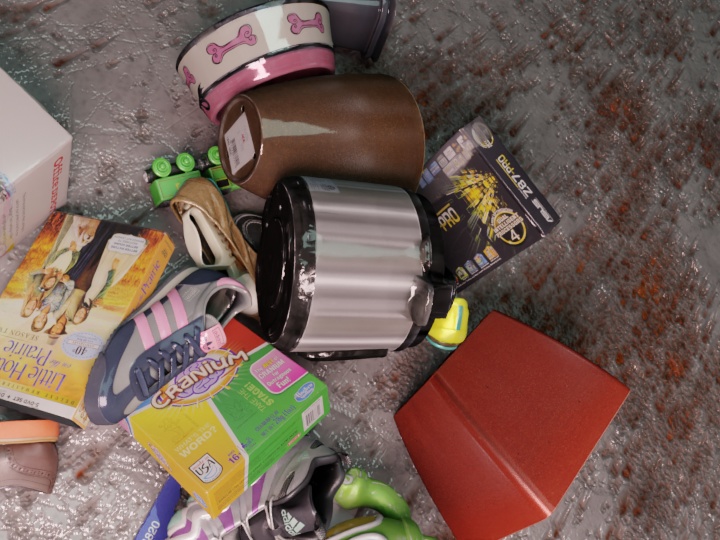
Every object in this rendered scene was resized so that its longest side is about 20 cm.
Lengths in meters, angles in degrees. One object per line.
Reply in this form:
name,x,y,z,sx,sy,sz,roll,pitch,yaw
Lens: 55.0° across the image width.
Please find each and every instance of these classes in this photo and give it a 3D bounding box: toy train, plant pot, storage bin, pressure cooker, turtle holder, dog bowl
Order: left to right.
toy train,-0.166,-0.121,0.843,0.196,0.041,0.058,-19,89,-33
dog bowl,-0.116,-0.241,0.830,0.197,0.199,0.075,-23,90,-33
plant pot,-0.057,-0.141,0.797,0.197,0.186,0.192,-4,71,-41
storage bin,-0.033,-0.420,0.987,0.131,0.146,0.205,0,69,-17
pressure cooker,0.001,-0.002,0.717,0.195,0.179,0.180,2,62,-22
turtle holder,0.006,0.292,0.659,0.128,0.141,0.191,9,80,-9
plant pot,0.156,0.173,0.812,0.176,0.201,0.199,44,55,10

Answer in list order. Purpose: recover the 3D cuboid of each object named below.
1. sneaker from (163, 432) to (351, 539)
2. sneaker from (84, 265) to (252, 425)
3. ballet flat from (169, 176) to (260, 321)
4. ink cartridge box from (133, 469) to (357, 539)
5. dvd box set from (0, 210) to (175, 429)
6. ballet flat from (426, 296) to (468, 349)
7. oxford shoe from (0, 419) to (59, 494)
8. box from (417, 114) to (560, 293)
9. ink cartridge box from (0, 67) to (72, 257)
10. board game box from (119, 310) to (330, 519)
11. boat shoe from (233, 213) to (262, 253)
sneaker,-0.085,0.227,0.624,0.200,0.138,0.079,-48,124,-31
sneaker,-0.176,0.067,0.658,0.080,0.071,0.202,9,43,21
ballet flat,-0.149,-0.009,0.774,0.203,0.067,0.072,60,38,-7
ink cartridge box,-0.111,0.262,0.711,0.198,0.041,0.202,34,58,-12
dvd box set,-0.285,0.039,0.673,0.142,0.030,0.204,10,60,16
ballet flat,0.073,0.020,0.823,0.065,0.200,0.069,3,111,-23
oxford shoe,-0.364,0.175,0.595,0.195,0.071,0.075,-1,75,-29
box,0.136,-0.076,0.888,0.049,0.200,0.163,-35,88,-34
ink cartridge box,-0.392,-0.081,0.639,0.144,0.147,0.201,42,56,-5
board game box,-0.150,0.122,0.680,0.198,0.041,0.152,28,50,32
boat shoe,-0.069,-0.009,0.829,0.198,0.068,0.074,38,57,-9
